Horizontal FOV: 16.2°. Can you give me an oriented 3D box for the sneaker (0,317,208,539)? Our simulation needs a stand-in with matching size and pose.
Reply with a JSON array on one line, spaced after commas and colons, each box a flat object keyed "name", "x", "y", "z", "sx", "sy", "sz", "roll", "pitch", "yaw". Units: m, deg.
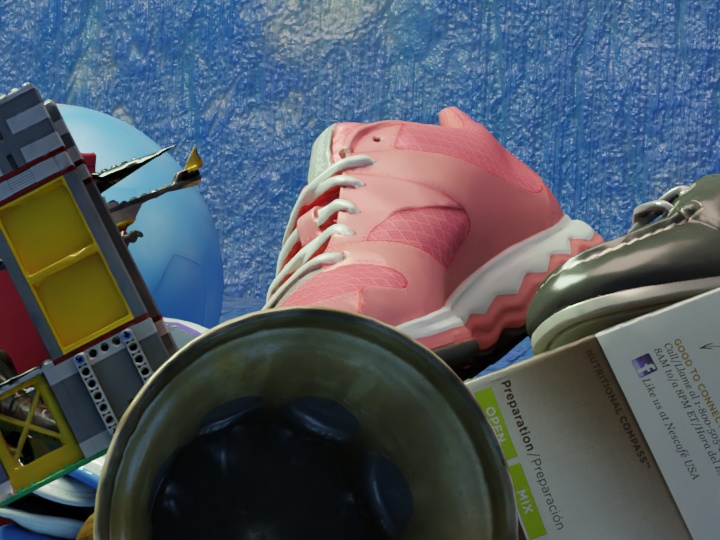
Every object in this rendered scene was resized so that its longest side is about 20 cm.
[{"name": "sneaker", "x": -0.104, "y": 0.072, "z": 1.043, "sx": 0.146, "sy": 0.081, "sz": 0.200, "roll": 9, "pitch": 21, "yaw": -41}]

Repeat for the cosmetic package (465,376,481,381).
[{"name": "cosmetic package", "x": 0.067, "y": 0.094, "z": 0.832, "sx": 0.199, "sy": 0.102, "sz": 0.071, "roll": 4, "pitch": -19, "yaw": 11}]

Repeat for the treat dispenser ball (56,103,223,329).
[{"name": "treat dispenser ball", "x": -0.177, "y": 0.007, "z": 1.427, "sx": 0.199, "sy": 0.202, "sz": 0.201, "roll": 3, "pitch": 3, "yaw": 0}]

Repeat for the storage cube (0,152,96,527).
[{"name": "storage cube", "x": -0.218, "y": 0.034, "z": 1.099, "sx": 0.170, "sy": 0.181, "sz": 0.200, "roll": 3, "pitch": 4, "yaw": 7}]

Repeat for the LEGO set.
[{"name": "LEGO set", "x": -0.123, "y": 0.013, "z": 0.746, "sx": 0.153, "sy": 0.116, "sz": 0.200, "roll": -27, "pitch": -1, "yaw": 7}]

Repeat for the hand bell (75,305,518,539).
[{"name": "hand bell", "x": -0.043, "y": 0.074, "z": 0.676, "sx": 0.103, "sy": 0.105, "sz": 0.200, "roll": 2, "pitch": -9, "yaw": -19}]

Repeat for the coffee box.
[{"name": "coffee box", "x": 0.091, "y": 0.065, "z": 0.735, "sx": 0.199, "sy": 0.080, "sz": 0.114, "roll": -21, "pitch": -18, "yaw": -1}]

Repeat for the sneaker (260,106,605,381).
[{"name": "sneaker", "x": 0.000, "y": 0.000, "z": 0.764, "sx": 0.074, "sy": 0.087, "sz": 0.200, "roll": -39, "pitch": -7, "yaw": 30}]

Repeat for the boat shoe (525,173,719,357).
[{"name": "boat shoe", "x": 0.126, "y": -0.007, "z": 0.789, "sx": 0.199, "sy": 0.057, "sz": 0.067, "roll": -6, "pitch": -26, "yaw": -34}]
